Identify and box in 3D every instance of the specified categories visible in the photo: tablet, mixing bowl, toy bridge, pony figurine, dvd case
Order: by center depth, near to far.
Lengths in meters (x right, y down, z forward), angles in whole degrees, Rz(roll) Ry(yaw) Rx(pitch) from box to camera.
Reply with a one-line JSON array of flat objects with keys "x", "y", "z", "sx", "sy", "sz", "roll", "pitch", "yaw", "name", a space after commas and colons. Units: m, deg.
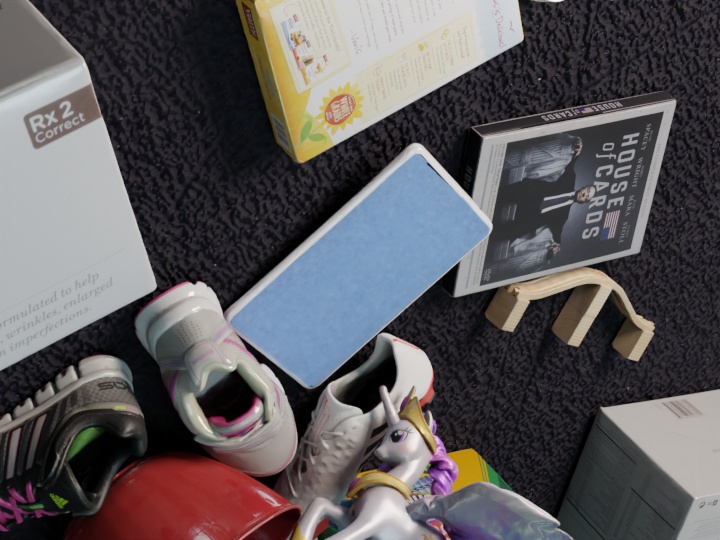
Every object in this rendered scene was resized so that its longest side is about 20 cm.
[{"x": -0.150, "y": 0.208, "z": 1.266, "sx": 0.200, "sy": 0.108, "sz": 0.200, "roll": -42, "pitch": 167, "yaw": -12, "name": "mixing bowl"}, {"x": 0.045, "y": 0.207, "z": 1.289, "sx": 0.200, "sy": 0.193, "sz": 0.167, "roll": -50, "pitch": 180, "yaw": -32, "name": "pony figurine"}, {"x": 0.000, "y": 0.000, "z": 1.303, "sx": 0.200, "sy": 0.014, "sz": 0.130, "roll": -41, "pitch": 136, "yaw": 7, "name": "tablet"}, {"x": 0.163, "y": -0.063, "z": 1.387, "sx": 0.198, "sy": 0.025, "sz": 0.152, "roll": -13, "pitch": 128, "yaw": -29, "name": "dvd case"}, {"x": 0.195, "y": 0.032, "z": 1.480, "sx": 0.199, "sy": 0.027, "sz": 0.068, "roll": 13, "pitch": 111, "yaw": -43, "name": "toy bridge"}]

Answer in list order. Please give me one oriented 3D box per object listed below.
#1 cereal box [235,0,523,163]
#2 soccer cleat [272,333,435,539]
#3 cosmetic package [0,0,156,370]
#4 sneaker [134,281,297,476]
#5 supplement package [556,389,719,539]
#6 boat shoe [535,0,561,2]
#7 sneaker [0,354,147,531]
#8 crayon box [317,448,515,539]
[{"x": 0.017, "y": -0.180, "z": 1.178, "sx": 0.199, "sy": 0.040, "sz": 0.145, "roll": -30, "pitch": 135, "yaw": -16, "name": "cereal box"}, {"x": -0.020, "y": 0.136, "z": 1.365, "sx": 0.200, "sy": 0.069, "sz": 0.085, "roll": -48, "pitch": 143, "yaw": -4, "name": "soccer cleat"}, {"x": -0.242, "y": -0.062, "z": 0.951, "sx": 0.164, "sy": 0.200, "sz": 0.166, "roll": -28, "pitch": 134, "yaw": -16, "name": "cosmetic package"}, {"x": -0.099, "y": 0.102, "z": 1.258, "sx": 0.081, "sy": 0.088, "sz": 0.200, "roll": -33, "pitch": 136, "yaw": 0, "name": "sneaker"}, {"x": 0.308, "y": 0.243, "z": 1.636, "sx": 0.190, "sy": 0.147, "sz": 0.202, "roll": -3, "pitch": 123, "yaw": -35, "name": "supplement package"}, {"x": 0.164, "y": -0.275, "z": 1.196, "sx": 0.070, "sy": 0.069, "sz": 0.202, "roll": -7, "pitch": 126, "yaw": -35, "name": "boat shoe"}, {"x": -0.230, "y": 0.148, "z": 1.199, "sx": 0.199, "sy": 0.087, "sz": 0.074, "roll": -39, "pitch": 137, "yaw": -7, "name": "sneaker"}, {"x": 0.045, "y": 0.225, "z": 1.444, "sx": 0.198, "sy": 0.119, "sz": 0.059, "roll": -8, "pitch": 126, "yaw": -33, "name": "crayon box"}]
